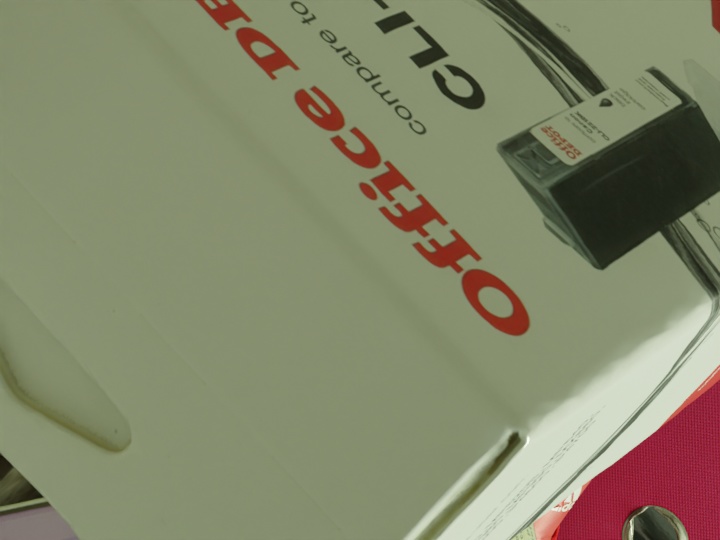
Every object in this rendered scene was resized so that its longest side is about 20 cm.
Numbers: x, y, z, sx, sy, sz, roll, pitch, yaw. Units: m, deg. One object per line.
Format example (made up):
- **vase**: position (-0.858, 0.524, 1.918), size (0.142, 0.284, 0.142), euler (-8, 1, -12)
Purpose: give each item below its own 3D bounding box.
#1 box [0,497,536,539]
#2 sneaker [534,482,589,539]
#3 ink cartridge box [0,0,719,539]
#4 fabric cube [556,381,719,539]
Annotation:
- **box**: position (-0.055, 0.108, 0.722), size (0.176, 0.097, 0.200), euler (-12, 174, 18)
- **sneaker**: position (0.056, 0.122, 1.004), size (0.115, 0.200, 0.078), euler (-23, -170, 26)
- **ink cartridge box**: position (0.006, -0.025, 0.502), size (0.084, 0.144, 0.200), euler (-51, 167, 34)
- **fabric cube**: position (0.124, 0.049, 1.111), size (0.196, 0.199, 0.200), euler (-46, 169, 26)
